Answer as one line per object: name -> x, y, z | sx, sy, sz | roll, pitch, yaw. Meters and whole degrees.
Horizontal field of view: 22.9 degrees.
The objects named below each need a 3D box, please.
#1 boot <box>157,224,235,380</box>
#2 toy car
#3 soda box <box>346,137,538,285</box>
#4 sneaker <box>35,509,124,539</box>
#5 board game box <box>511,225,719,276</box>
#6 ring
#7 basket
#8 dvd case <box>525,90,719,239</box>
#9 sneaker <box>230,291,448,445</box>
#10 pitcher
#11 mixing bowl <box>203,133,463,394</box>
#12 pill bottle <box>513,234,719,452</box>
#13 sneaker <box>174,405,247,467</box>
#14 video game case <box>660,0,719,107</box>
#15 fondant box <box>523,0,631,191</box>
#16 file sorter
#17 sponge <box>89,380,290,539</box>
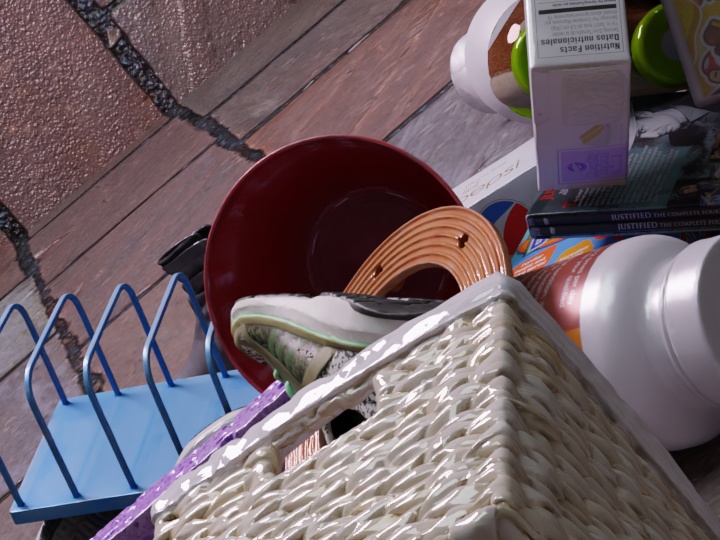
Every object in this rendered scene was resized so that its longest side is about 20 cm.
boot -> -0.132, 0.035, 1.514 | 0.200, 0.132, 0.070 | -37, 17, 9
toy car -> 0.159, -0.215, 1.225 | 0.157, 0.200, 0.164 | -6, 0, 1
soda box -> 0.089, -0.028, 1.319 | 0.200, 0.064, 0.068 | -32, 16, 24
sneaker -> -0.186, 0.174, 1.407 | 0.200, 0.075, 0.087 | -44, 3, -40
board game box -> 0.152, 0.003, 1.122 | 0.152, 0.045, 0.200 | -26, 20, 38
ring -> 0.022, 0.060, 0.960 | 0.200, 0.019, 0.201 | -43, 32, 36
basket -> 0.039, 0.151, 0.711 | 0.198, 0.200, 0.161 | -34, 22, 20
dvd case -> 0.215, -0.070, 1.091 | 0.200, 0.022, 0.146 | -2, 33, 26
sneaker -> -0.019, 0.058, 0.949 | 0.200, 0.077, 0.089 | 174, 100, -66
pitcher -> 0.169, -0.196, 1.530 | 0.171, 0.121, 0.200 | -24, 4, -2
mixing bowl -> 0.000, 0.000, 1.250 | 0.200, 0.200, 0.108 | -35, 0, 16
pill bottle -> 0.130, 0.045, 0.934 | 0.200, 0.112, 0.112 | -21, 24, 49
sneaker -> -0.117, 0.176, 1.179 | 0.200, 0.084, 0.121 | -48, 11, -3
video game case -> 0.256, -0.219, 1.057 | 0.182, 0.200, 0.023 | -18, -6, 10
fondant box -> 0.124, -0.168, 1.052 | 0.058, 0.144, 0.200 | -3, 65, 6
file sorter -> -0.169, 0.085, 1.318 | 0.200, 0.123, 0.139 | -11, 30, 16
sponge -> -0.083, 0.167, 1.084 | 0.200, 0.112, 0.030 | -41, 18, -3
